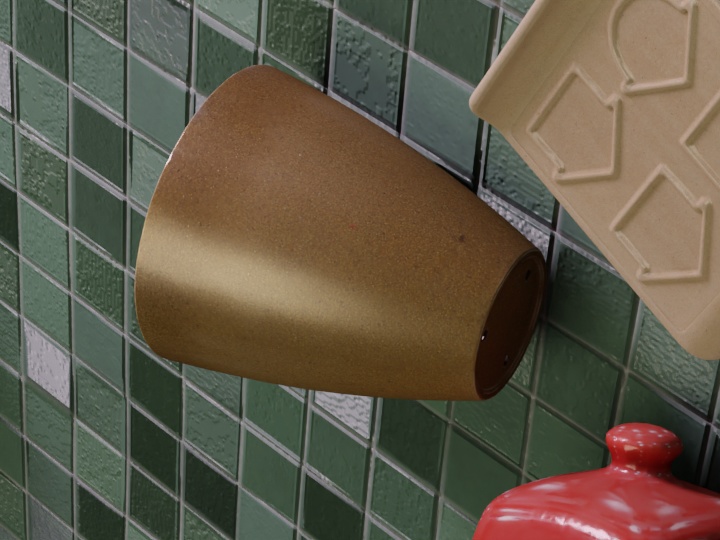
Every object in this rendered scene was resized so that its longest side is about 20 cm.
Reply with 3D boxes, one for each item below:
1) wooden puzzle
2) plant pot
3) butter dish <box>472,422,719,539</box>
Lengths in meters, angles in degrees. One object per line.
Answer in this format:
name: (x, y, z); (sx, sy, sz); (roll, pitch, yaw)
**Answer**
wooden puzzle: (0.167, -0.073, 1.226); (0.200, 0.046, 0.185); (47, 142, 10)
plant pot: (0.000, 0.000, 1.379); (0.199, 0.186, 0.187); (22, 131, 22)
butter dish: (0.152, 0.159, 1.315); (0.199, 0.199, 0.149); (10, 98, 46)
